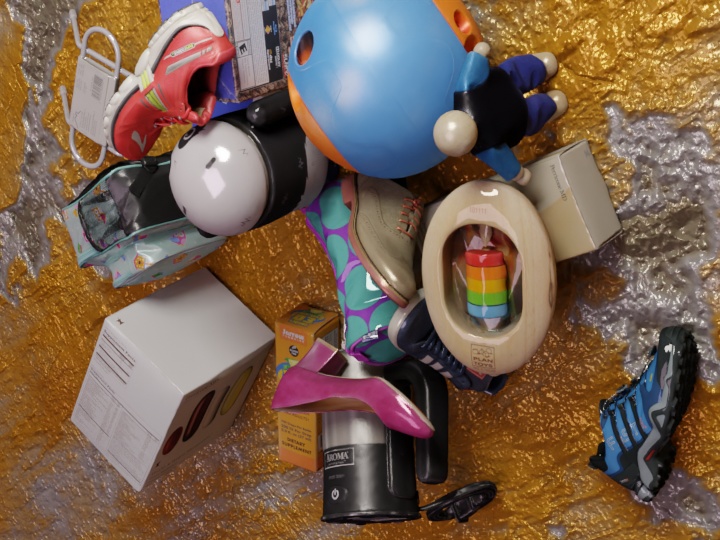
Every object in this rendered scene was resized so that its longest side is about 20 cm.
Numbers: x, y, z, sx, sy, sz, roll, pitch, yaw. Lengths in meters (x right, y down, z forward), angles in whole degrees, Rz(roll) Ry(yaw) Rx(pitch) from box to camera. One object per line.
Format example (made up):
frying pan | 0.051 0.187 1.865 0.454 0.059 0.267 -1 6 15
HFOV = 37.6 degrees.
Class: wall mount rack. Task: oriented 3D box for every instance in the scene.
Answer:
wall mount rack | -0.352 -0.245 1.399 0.173 0.074 0.202 32 125 18

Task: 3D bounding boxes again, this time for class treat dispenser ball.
treat dispenser ball | 0.027 -0.194 1.045 0.199 0.200 0.204 15 117 31

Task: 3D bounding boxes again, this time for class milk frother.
milk frother | 0.055 0.199 1.246 0.178 0.199 0.191 -10 71 27

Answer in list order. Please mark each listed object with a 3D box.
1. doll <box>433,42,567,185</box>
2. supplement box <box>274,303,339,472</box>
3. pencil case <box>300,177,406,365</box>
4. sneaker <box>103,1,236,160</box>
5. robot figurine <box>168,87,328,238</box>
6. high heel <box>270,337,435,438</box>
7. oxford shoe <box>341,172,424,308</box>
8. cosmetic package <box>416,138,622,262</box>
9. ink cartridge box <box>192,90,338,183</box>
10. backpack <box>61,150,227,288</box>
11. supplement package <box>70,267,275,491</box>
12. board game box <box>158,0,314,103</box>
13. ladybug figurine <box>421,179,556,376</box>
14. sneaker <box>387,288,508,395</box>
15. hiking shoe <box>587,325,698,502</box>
doll | 0.132 -0.145 0.985 0.048 0.199 0.138 -10 103 39
supplement box | -0.067 0.150 1.350 0.066 0.069 0.203 13 114 30
pencil case | 0.000 0.000 1.178 0.091 0.085 0.202 -20 64 4
sneaker | -0.187 -0.167 1.040 0.085 0.077 0.200 47 131 6
robot figurine | -0.115 -0.113 1.129 0.123 0.199 0.153 4 110 34
high heel | -0.012 0.152 1.135 0.199 0.096 0.067 31 168 35
oxford shoe | 0.031 -0.048 1.083 0.074 0.070 0.202 -34 43 18
cosmetic package | 0.156 -0.050 1.092 0.199 0.071 0.106 -22 95 41
ink cartridge box | -0.113 -0.168 1.264 0.198 0.044 0.095 27 121 26
backpack | -0.278 -0.064 1.349 0.198 0.175 0.156 -10 101 46
supplement package | -0.247 0.142 1.400 0.147 0.191 0.201 40 128 15
board game box | -0.108 -0.278 1.111 0.096 0.199 0.162 10 114 34
ladybug figurine | 0.130 0.005 1.035 0.134 0.072 0.203 8 112 23
sneaker | 0.102 0.083 1.118 0.084 0.199 0.075 39 95 34
hiking shoe | 0.282 0.142 1.075 0.086 0.074 0.203 21 120 28
